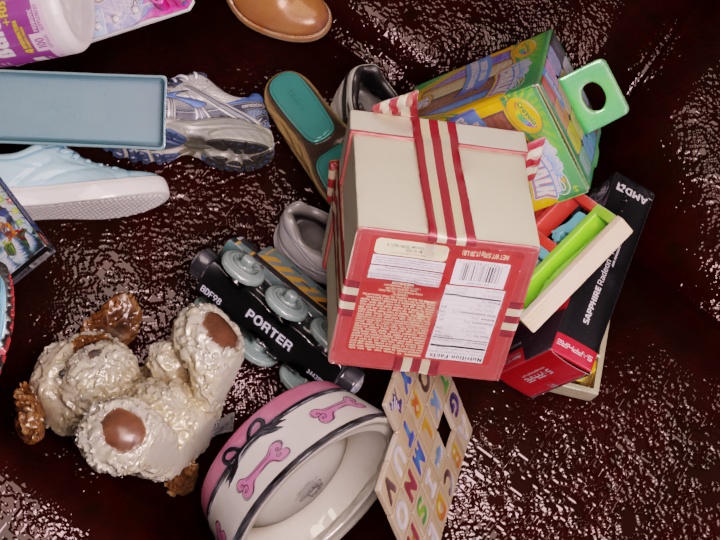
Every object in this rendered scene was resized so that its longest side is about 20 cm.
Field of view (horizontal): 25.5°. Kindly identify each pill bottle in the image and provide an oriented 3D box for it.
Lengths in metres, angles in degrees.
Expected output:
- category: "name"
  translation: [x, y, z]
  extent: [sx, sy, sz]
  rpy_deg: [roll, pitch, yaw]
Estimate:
- category: "pill bottle"
  translation: [-0.364, -0.247, 1.519]
  extent: [0.198, 0.112, 0.113]
  rpy_deg: [-9, 71, 12]

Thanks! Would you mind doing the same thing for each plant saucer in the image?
- category: "plant saucer"
  translation: [-0.281, -0.153, 1.507]
  extent: [0.198, 0.019, 0.071]
  rpy_deg: [3, 95, 3]

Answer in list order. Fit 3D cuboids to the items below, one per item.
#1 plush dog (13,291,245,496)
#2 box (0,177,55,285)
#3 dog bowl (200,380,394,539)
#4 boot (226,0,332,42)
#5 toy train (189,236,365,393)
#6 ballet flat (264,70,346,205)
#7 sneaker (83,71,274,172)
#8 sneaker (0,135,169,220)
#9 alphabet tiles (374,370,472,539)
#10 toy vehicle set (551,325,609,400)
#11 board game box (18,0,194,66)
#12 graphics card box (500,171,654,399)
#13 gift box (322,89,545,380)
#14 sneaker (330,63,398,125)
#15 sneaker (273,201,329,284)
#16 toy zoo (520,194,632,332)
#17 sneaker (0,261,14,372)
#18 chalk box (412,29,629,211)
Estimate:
- category: "plush dog"
  translation: [-0.220, 0.116, 1.450]
  extent: [0.171, 0.161, 0.200]
  rpy_deg: [27, 51, 18]
- category: "box"
  translation: [-0.400, -0.011, 1.461]
  extent: [0.200, 0.040, 0.137]
  rpy_deg: [-39, 81, -2]
- category: "dog bowl"
  translation: [-0.057, 0.183, 1.418]
  extent: [0.200, 0.201, 0.074]
  rpy_deg: [-37, 62, -20]
- category: "boot"
  translation: [-0.104, -0.326, 1.598]
  extent: [0.200, 0.155, 0.077]
  rpy_deg: [42, 68, 5]
- category: "toy train"
  translation: [-0.070, 0.043, 1.507]
  extent: [0.200, 0.085, 0.114]
  rpy_deg: [37, 24, 9]
- category: "ballet flat"
  translation: [-0.029, -0.113, 1.574]
  extent: [0.068, 0.063, 0.201]
  rpy_deg: [-27, 65, -12]
- category: "sneaker"
  translation: [-0.183, -0.155, 1.577]
  extent: [0.198, 0.077, 0.086]
  rpy_deg: [10, 59, -16]
- category: "sneaker"
  translation: [-0.284, -0.095, 1.526]
  extent: [0.198, 0.074, 0.083]
  rpy_deg: [-2, 76, -12]
- category: "alphabet tiles"
  translation: [0.055, 0.157, 1.437]
  extent: [0.007, 0.168, 0.201]
  rpy_deg: [-5, 39, 23]
- category: "toy vehicle set"
  translation: [0.150, 0.046, 1.588]
  extent: [0.198, 0.027, 0.125]
  rpy_deg: [14, 69, -6]
- category: "board game box"
  translation: [-0.281, -0.326, 1.593]
  extent: [0.199, 0.026, 0.201]
  rpy_deg: [-16, 74, 7]
- category: "graphics card box"
  translation: [0.206, 0.015, 1.526]
  extent: [0.051, 0.125, 0.201]
  rpy_deg: [29, 68, -10]
- category: "gift box"
  translation: [0.066, -0.039, 1.393]
  extent: [0.183, 0.201, 0.187]
  rpy_deg: [10, 39, -11]
- category: "sneaker"
  translation: [0.032, -0.115, 1.576]
  extent: [0.075, 0.088, 0.201]
  rpy_deg: [-26, 72, -25]
- category: "sneaker"
  translation: [0.000, 0.000, 1.531]
  extent: [0.199, 0.087, 0.075]
  rpy_deg: [27, 76, 9]
- category: "toy zoo"
  translation: [0.163, -0.028, 1.514]
  extent: [0.131, 0.200, 0.020]
  rpy_deg: [-45, 118, 1]
- category: "sneaker"
  translation: [-0.366, 0.083, 1.404]
  extent: [0.095, 0.079, 0.201]
  rpy_deg: [17, 97, -16]
- category: "chalk box"
  translation: [0.152, -0.135, 1.510]
  extent: [0.125, 0.199, 0.124]
  rpy_deg: [58, 28, -23]
